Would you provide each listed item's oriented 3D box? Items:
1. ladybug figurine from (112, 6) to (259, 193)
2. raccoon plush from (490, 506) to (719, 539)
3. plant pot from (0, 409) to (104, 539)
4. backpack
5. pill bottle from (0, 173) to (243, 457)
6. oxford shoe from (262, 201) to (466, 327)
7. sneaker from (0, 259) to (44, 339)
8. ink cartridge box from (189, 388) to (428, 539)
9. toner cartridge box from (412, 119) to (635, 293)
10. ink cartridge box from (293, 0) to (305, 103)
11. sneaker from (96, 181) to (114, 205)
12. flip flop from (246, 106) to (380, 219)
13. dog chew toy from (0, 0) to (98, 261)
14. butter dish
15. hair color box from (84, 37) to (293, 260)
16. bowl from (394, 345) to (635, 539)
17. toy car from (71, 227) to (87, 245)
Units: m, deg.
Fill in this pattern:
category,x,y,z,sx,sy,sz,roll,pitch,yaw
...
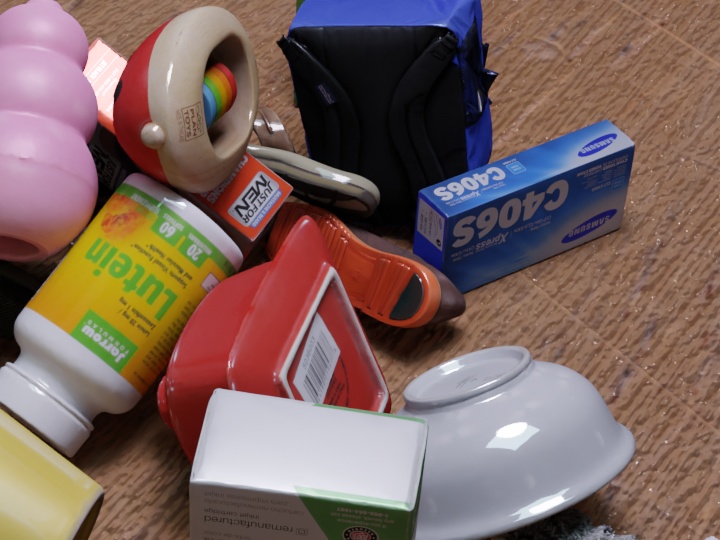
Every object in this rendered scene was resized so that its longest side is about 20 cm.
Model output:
category,x,y,z,sx,sy,sz,roll,pitch,yaw
ladybug figurine,-0.134,-0.129,1.588,0.072,0.136,0.200,-1,16,16
raccoon plush,0.171,0.182,1.426,0.097,0.200,0.134,-14,67,-47
plant pot,-0.285,0.165,1.413,0.189,0.201,0.201,27,43,1
backpack,0.042,-0.145,1.787,0.162,0.200,0.168,4,31,22
pill bottle,-0.188,0.036,1.573,0.111,0.111,0.200,31,78,28
oxford shoe,0.000,0.000,1.733,0.200,0.071,0.072,30,12,37
sneaker,-0.337,0.039,1.635,0.199,0.076,0.114,12,43,13
ink cartridge box,-0.037,0.185,1.393,0.145,0.200,0.088,8,44,3
toner cartridge box,0.137,-0.051,1.768,0.200,0.095,0.043,-22,48,-27
ink cartridge box,0.008,-0.258,1.957,0.076,0.148,0.200,14,40,13
sneaker,-0.240,-0.119,1.827,0.200,0.084,0.121,24,34,20
flip flop,-0.071,-0.102,1.740,0.200,0.081,0.058,21,78,14
dog chew toy,-0.255,-0.111,1.590,0.124,0.125,0.200,5,72,1
butter dish,-0.081,0.091,1.542,0.148,0.200,0.200,-6,35,25
hair color box,-0.160,-0.088,1.707,0.200,0.111,0.064,36,67,0
bowl,0.089,0.114,1.499,0.201,0.091,0.201,-19,12,4
toy car,-0.316,-0.072,1.694,0.200,0.158,0.164,35,28,23
